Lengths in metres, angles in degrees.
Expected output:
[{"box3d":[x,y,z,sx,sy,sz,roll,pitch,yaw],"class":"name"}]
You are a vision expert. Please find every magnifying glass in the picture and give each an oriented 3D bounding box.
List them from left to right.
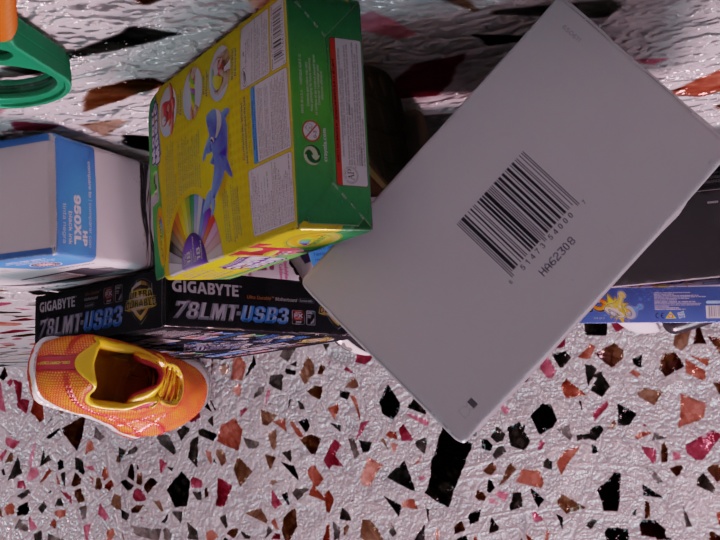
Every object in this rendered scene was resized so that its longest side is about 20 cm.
[{"box3d":[-0.178,-0.112,0.560,0.078,0.023,0.200,-2,174,-16],"class":"magnifying glass"}]

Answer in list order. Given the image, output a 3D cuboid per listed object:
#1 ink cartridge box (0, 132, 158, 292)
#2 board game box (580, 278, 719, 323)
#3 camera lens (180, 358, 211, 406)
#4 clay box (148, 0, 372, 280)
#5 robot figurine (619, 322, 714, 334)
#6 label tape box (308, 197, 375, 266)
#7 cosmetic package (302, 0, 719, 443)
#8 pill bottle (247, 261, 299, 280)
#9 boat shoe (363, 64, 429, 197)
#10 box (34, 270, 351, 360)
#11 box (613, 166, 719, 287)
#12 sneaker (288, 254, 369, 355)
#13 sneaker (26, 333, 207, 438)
[{"box3d":[-0.226,-0.036,0.865,0.142,0.086,0.200,-6,174,21],"class":"ink cartridge box"},{"box3d":[0.239,0.008,1.048,0.197,0.035,0.135,-2,-162,23],"class":"board game box"},{"box3d":[-0.540,0.338,3.379,0.158,0.163,0.199,-8,172,28],"class":"camera lens"},{"box3d":[-0.064,-0.061,0.633,0.047,0.117,0.199,1,172,-29],"class":"clay box"},{"box3d":[0.330,-0.011,1.155,0.197,0.127,0.150,-20,175,16],"class":"robot figurine"},{"box3d":[0.064,-0.054,0.911,0.142,0.067,0.200,-9,-161,33],"class":"label tape box"},{"box3d":[0.088,-0.017,0.673,0.200,0.123,0.200,-47,169,1],"class":"cosmetic package"},{"box3d":[-0.092,0.013,1.219,0.197,0.115,0.113,-1,173,-25],"class":"pill bottle"},{"box3d":[-0.002,-0.076,0.729,0.066,0.073,0.200,-8,175,13],"class":"boat shoe"},{"box3d":[-0.134,0.040,0.957,0.197,0.051,0.198,5,169,-42],"class":"box"},{"box3d":[0.242,-0.040,0.995,0.197,0.080,0.141,-6,-165,11],"class":"box"},{"box3d":[0.000,0.000,1.016,0.086,0.076,0.201,-13,133,24],"class":"sneaker"},{"box3d":[-0.170,0.093,0.897,0.076,0.074,0.199,-1,171,24],"class":"sneaker"}]
